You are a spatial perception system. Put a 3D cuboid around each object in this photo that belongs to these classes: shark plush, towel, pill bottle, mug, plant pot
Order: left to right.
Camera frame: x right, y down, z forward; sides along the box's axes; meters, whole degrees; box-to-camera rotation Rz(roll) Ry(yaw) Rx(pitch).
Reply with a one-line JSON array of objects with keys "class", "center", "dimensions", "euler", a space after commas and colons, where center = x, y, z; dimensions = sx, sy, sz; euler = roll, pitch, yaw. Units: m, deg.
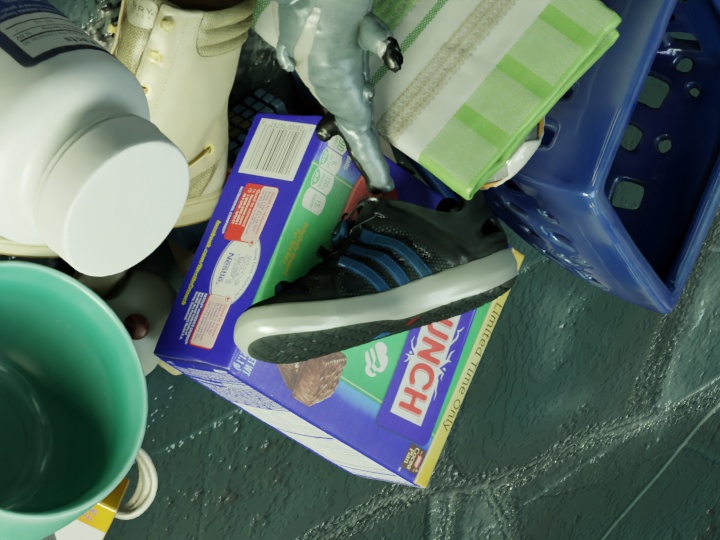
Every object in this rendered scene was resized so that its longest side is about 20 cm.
[{"class": "mug", "center": [-0.217, 0.069, 1.605], "dimensions": [0.151, 0.186, 0.114], "euler": [-10, 166, -29]}, {"class": "pill bottle", "center": [-0.182, -0.084, 1.462], "dimensions": [0.111, 0.200, 0.111], "euler": [-31, 142, -27]}, {"class": "shark plush", "center": [-0.013, -0.131, 1.587], "dimensions": [0.091, 0.083, 0.201], "euler": [-25, 121, -47]}, {"class": "towel", "center": [0.041, -0.151, 1.673], "dimensions": [0.149, 0.200, 0.031], "euler": [-48, 158, -4]}, {"class": "plant pot", "center": [0.138, -0.113, 1.816], "dimensions": [0.201, 0.179, 0.200], "euler": [-66, 150, -13]}]

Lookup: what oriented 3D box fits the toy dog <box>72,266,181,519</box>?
[{"class": "toy dog", "center": [-0.170, 0.072, 1.709], "dimensions": [0.096, 0.131, 0.201], "euler": [-85, -164, -74]}]

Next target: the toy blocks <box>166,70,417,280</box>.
[{"class": "toy blocks", "center": [-0.053, -0.051, 1.770], "dimensions": [0.200, 0.100, 0.137], "euler": [-39, 134, -20]}]

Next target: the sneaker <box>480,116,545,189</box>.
[{"class": "sneaker", "center": [0.039, -0.119, 1.710], "dimensions": [0.078, 0.200, 0.077], "euler": [-49, 137, 2]}]

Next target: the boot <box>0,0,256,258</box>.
[{"class": "boot", "center": [-0.149, -0.093, 1.614], "dimensions": [0.199, 0.073, 0.156], "euler": [-12, 128, -39]}]

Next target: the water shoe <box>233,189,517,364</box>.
[{"class": "water shoe", "center": [0.000, 0.000, 1.636], "dimensions": [0.199, 0.079, 0.071], "euler": [-13, 167, -36]}]

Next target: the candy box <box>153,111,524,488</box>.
[{"class": "candy box", "center": [-0.010, 0.021, 1.716], "dimensions": [0.200, 0.077, 0.170], "euler": [34, 74, -43]}]

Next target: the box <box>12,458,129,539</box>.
[{"class": "box", "center": [-0.237, 0.188, 1.726], "dimensions": [0.042, 0.119, 0.201], "euler": [-74, -170, -62]}]
